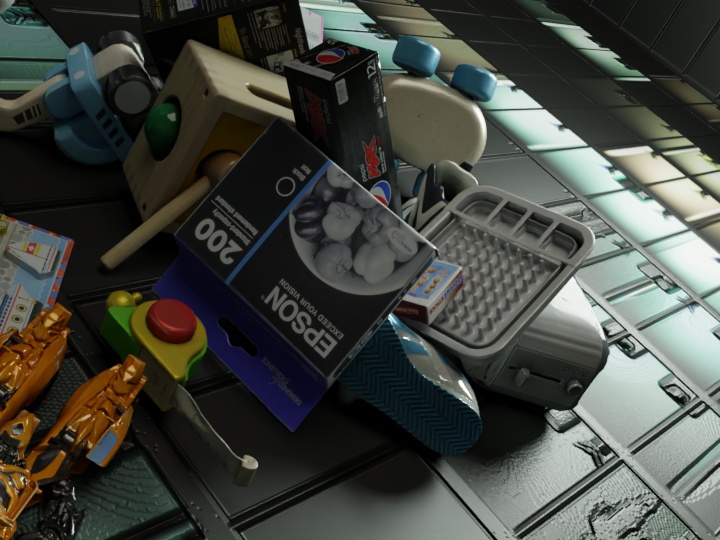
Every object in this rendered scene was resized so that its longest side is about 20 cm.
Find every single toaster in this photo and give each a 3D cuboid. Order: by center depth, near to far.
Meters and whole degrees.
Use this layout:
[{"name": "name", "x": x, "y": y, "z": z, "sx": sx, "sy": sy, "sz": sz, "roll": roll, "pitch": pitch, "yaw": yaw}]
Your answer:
[{"name": "toaster", "x": 0.174, "y": 0.053, "z": 0.987, "sx": 0.127, "sy": 0.115, "sz": 0.202, "roll": 13, "pitch": 36, "yaw": -21}]

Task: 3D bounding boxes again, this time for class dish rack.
[{"name": "dish rack", "x": 0.122, "y": 0.006, "z": 0.911, "sx": 0.170, "sy": 0.044, "sz": 0.200, "roll": 28, "pitch": 58, "yaw": 36}]

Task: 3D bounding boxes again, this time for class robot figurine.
[{"name": "robot figurine", "x": -0.231, "y": 0.111, "z": 0.608, "sx": 0.144, "sy": 0.059, "sz": 0.201, "roll": 34, "pitch": 31, "yaw": -5}]

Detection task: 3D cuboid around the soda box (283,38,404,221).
[{"name": "soda box", "x": -0.012, "y": -0.109, "z": 0.855, "sx": 0.070, "sy": 0.203, "sz": 0.063, "roll": 25, "pitch": 49, "yaw": 39}]

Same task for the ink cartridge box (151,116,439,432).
[{"name": "ink cartridge box", "x": -0.066, "y": -0.001, "z": 0.791, "sx": 0.197, "sy": 0.201, "sz": 0.043, "roll": 40, "pitch": -2, "yaw": 18}]

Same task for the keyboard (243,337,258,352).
[{"name": "keyboard", "x": -0.044, "y": 0.039, "z": 0.913, "sx": 0.102, "sy": 0.040, "sz": 0.201, "roll": 8, "pitch": 32, "yaw": 9}]

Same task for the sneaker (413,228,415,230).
[{"name": "sneaker", "x": 0.004, "y": -0.042, "z": 1.026, "sx": 0.097, "sy": 0.072, "sz": 0.201, "roll": 14, "pitch": 29, "yaw": -21}]

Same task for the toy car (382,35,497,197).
[{"name": "toy car", "x": 0.069, "y": -0.204, "z": 1.257, "sx": 0.174, "sy": 0.188, "sz": 0.200, "roll": 20, "pitch": 4, "yaw": -16}]

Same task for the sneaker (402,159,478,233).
[{"name": "sneaker", "x": 0.099, "y": -0.079, "z": 1.079, "sx": 0.078, "sy": 0.131, "sz": 0.200, "roll": 26, "pitch": 21, "yaw": -4}]

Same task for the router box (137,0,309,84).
[{"name": "router box", "x": -0.128, "y": -0.215, "z": 0.944, "sx": 0.154, "sy": 0.201, "sz": 0.053, "roll": -14, "pitch": 60, "yaw": -1}]

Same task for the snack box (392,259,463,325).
[{"name": "snack box", "x": 0.000, "y": 0.000, "z": 0.900, "sx": 0.197, "sy": 0.025, "sz": 0.072, "roll": 16, "pitch": 40, "yaw": 31}]

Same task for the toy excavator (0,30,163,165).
[{"name": "toy excavator", "x": -0.306, "y": -0.167, "z": 0.918, "sx": 0.101, "sy": 0.197, "sz": 0.196, "roll": 62, "pitch": 0, "yaw": 44}]

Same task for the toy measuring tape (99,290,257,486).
[{"name": "toy measuring tape", "x": -0.135, "y": 0.084, "z": 0.725, "sx": 0.200, "sy": 0.074, "sz": 0.073, "roll": 43, "pitch": 33, "yaw": 20}]

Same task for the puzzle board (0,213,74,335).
[{"name": "puzzle board", "x": -0.322, "y": 0.007, "z": 0.726, "sx": 0.148, "sy": 0.018, "sz": 0.202, "roll": 19, "pitch": 33, "yaw": -18}]

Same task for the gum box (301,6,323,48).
[{"name": "gum box", "x": -0.101, "y": -0.268, "z": 1.210, "sx": 0.065, "sy": 0.115, "sz": 0.202, "roll": 20, "pitch": 32, "yaw": -14}]

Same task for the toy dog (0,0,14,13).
[{"name": "toy dog", "x": -0.426, "y": -0.239, "z": 0.832, "sx": 0.132, "sy": 0.200, "sz": 0.097, "roll": 36, "pitch": -15, "yaw": 51}]

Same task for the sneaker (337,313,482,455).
[{"name": "sneaker", "x": 0.030, "y": 0.085, "z": 0.841, "sx": 0.200, "sy": 0.076, "sz": 0.081, "roll": 46, "pitch": 13, "yaw": -11}]

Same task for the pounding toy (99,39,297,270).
[{"name": "pounding toy", "x": -0.145, "y": -0.097, "z": 0.889, "sx": 0.198, "sy": 0.185, "sz": 0.143, "roll": 13, "pitch": 33, "yaw": -40}]
